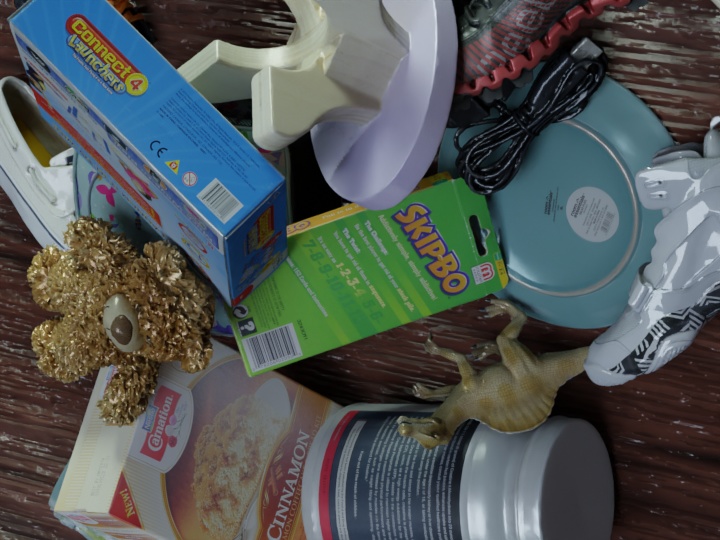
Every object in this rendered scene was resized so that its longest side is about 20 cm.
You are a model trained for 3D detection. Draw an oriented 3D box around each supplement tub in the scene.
[{"bbox_3d":[0.070,0.168,1.681,0.200,0.140,0.141,-1,109,32],"label":"supplement tub"}]

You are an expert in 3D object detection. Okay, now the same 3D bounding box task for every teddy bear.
[{"bbox_3d":[-0.183,0.032,1.619,0.200,0.067,0.145,25,107,49],"label":"teddy bear"}]

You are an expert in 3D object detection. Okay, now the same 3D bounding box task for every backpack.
[{"bbox_3d":[-0.123,-0.045,1.712,0.200,0.150,0.178,12,117,32],"label":"backpack"}]

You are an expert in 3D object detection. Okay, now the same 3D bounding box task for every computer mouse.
[{"bbox_3d":[0.062,-0.163,1.582,0.139,0.053,0.200,-46,76,21],"label":"computer mouse"}]

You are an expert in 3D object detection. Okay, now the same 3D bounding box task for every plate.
[{"bbox_3d":[0.138,-0.049,1.621,0.200,0.026,0.201,12,115,27],"label":"plate"}]

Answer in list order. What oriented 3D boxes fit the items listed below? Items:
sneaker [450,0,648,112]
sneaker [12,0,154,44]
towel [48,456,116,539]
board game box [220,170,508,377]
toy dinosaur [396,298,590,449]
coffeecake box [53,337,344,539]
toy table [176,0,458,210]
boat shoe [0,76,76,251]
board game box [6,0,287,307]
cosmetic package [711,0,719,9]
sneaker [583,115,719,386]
[{"bbox_3d":[0.109,-0.186,1.500,0.200,0.071,0.098,-34,114,5],"label":"sneaker"},{"bbox_3d":[-0.178,-0.215,1.720,0.200,0.078,0.112,-23,101,47],"label":"sneaker"},{"bbox_3d":[-0.155,0.177,1.881,0.171,0.048,0.200,37,124,9],"label":"towel"},{"bbox_3d":[0.000,0.000,1.633,0.200,0.030,0.096,-18,114,-1],"label":"board game box"},{"bbox_3d":[0.111,0.073,1.640,0.058,0.200,0.101,78,166,-47],"label":"toy dinosaur"},{"bbox_3d":[-0.110,0.143,1.708,0.200,0.154,0.073,30,158,-36],"label":"coffeecake box"},{"bbox_3d":[-0.023,-0.145,1.486,0.184,0.117,0.200,-42,42,30],"label":"toy table"},{"bbox_3d":[-0.231,-0.070,1.811,0.200,0.071,0.070,51,129,11],"label":"boat shoe"},{"bbox_3d":[-0.135,-0.083,1.513,0.200,0.056,0.196,45,170,8],"label":"board game box"},{"bbox_3d":[0.283,-0.192,1.444,0.200,0.073,0.104,46,126,8],"label":"cosmetic package"},{"bbox_3d":[0.210,-0.014,1.552,0.200,0.075,0.115,-38,90,24],"label":"sneaker"}]
